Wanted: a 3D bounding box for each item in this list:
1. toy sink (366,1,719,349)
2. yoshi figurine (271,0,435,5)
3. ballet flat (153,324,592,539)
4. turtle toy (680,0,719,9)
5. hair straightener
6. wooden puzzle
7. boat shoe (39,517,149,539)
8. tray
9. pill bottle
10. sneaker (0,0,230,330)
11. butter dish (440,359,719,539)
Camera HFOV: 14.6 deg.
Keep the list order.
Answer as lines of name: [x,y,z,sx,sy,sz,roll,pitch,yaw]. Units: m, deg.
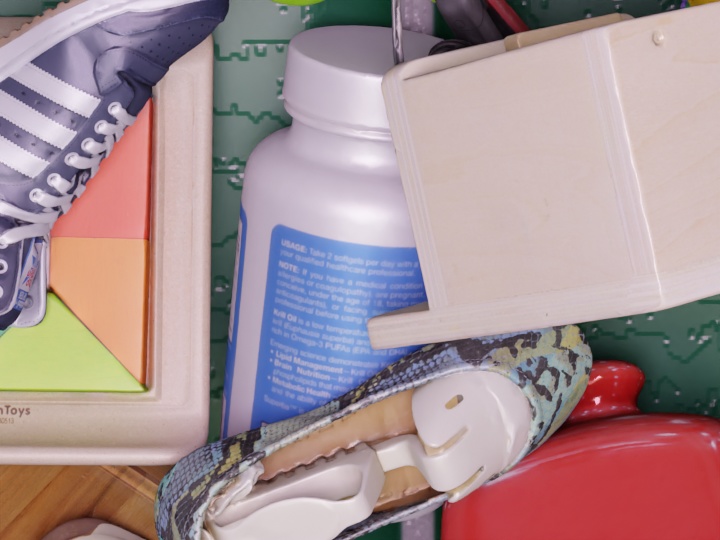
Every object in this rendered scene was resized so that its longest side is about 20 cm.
toy sink: [0.093,-0.043,1.102,0.130,0.200,0.113,-14,92,-33]
yoshi figurine: [0.025,-0.155,1.184,0.199,0.112,0.113,-1,116,5]
ballet flat: [0.011,0.082,1.169,0.199,0.074,0.075,-26,107,0]
turtle toy: [0.189,-0.121,1.190,0.145,0.101,0.201,-9,107,-20]
hair straightener: [0.064,-0.070,1.177,0.041,0.077,0.200,1,151,29]
wooden puzzle: [-0.158,-0.016,1.228,0.184,0.037,0.201,0,82,2]
boat shoe: [-0.067,0.184,1.283,0.202,0.075,0.075,24,117,-34]
tray: [-0.172,0.142,1.305,0.098,0.037,0.200,35,114,-22]
pill bottle: [0.000,0.000,1.233,0.112,0.112,0.201,7,110,0]
sneaker: [-0.129,-0.044,1.178,0.199,0.070,0.109,-26,80,7]
butter dish: [0.117,0.112,1.250,0.198,0.200,0.149,-16,74,15]
